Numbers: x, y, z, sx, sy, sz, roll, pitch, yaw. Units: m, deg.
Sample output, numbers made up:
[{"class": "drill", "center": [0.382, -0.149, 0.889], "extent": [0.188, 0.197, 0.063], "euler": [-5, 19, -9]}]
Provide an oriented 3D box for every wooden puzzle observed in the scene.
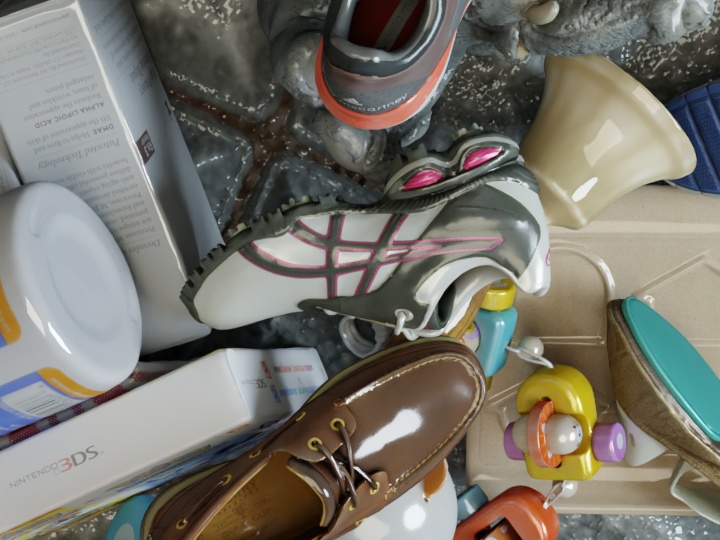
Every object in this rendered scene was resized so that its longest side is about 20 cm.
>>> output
[{"class": "wooden puzzle", "center": [0.156, 0.045, 0.921], "extent": [0.184, 0.046, 0.201], "euler": [1, 106, 2]}]

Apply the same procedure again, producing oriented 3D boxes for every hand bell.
[{"class": "hand bell", "center": [0.076, -0.016, 0.829], "extent": [0.104, 0.104, 0.200], "euler": [44, 83, -13]}]

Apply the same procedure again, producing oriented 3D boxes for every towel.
[{"class": "towel", "center": [-0.189, 0.090, 0.901], "extent": [0.199, 0.146, 0.030], "euler": [-25, 84, 11]}]

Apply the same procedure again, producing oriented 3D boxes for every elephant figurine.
[{"class": "elephant figurine", "center": [0.053, -0.148, 0.799], "extent": [0.200, 0.142, 0.155], "euler": [-36, 108, 15]}]

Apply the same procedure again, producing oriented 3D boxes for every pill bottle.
[{"class": "pill bottle", "center": [-0.224, 0.041, 0.799], "extent": [0.199, 0.112, 0.112], "euler": [-22, 109, 18]}]

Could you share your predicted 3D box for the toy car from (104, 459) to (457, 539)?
[{"class": "toy car", "center": [-0.013, 0.146, 0.883], "extent": [0.184, 0.177, 0.201], "euler": [22, 105, -33]}]

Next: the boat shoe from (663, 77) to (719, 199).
[{"class": "boat shoe", "center": [0.255, -0.091, 0.843], "extent": [0.199, 0.072, 0.073], "euler": [-11, 110, 34]}]

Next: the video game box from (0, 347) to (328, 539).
[{"class": "video game box", "center": [-0.127, 0.101, 0.878], "extent": [0.199, 0.182, 0.047], "euler": [-25, 80, 12]}]

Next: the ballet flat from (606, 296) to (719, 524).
[{"class": "ballet flat", "center": [0.196, 0.100, 0.886], "extent": [0.200, 0.068, 0.072], "euler": [39, 123, -13]}]

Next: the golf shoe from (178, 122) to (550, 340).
[{"class": "golf shoe", "center": [0.000, 0.000, 0.786], "extent": [0.199, 0.077, 0.088], "euler": [-23, 79, 18]}]

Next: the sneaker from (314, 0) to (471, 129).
[{"class": "sneaker", "center": [0.037, -0.163, 0.704], "extent": [0.077, 0.082, 0.201], "euler": [18, 81, 8]}]

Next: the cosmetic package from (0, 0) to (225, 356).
[{"class": "cosmetic package", "center": [-0.141, -0.061, 0.860], "extent": [0.074, 0.102, 0.201], "euler": [-18, 110, 11]}]

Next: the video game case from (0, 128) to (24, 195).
[{"class": "video game case", "center": [-0.297, -0.084, 0.841], "extent": [0.199, 0.024, 0.183], "euler": [-18, 78, 2]}]

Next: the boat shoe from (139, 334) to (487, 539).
[{"class": "boat shoe", "center": [-0.018, 0.104, 0.775], "extent": [0.200, 0.068, 0.072], "euler": [-31, 100, -7]}]

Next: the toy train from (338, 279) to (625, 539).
[{"class": "toy train", "center": [0.063, 0.093, 0.887], "extent": [0.150, 0.056, 0.200], "euler": [-35, 87, 34]}]
